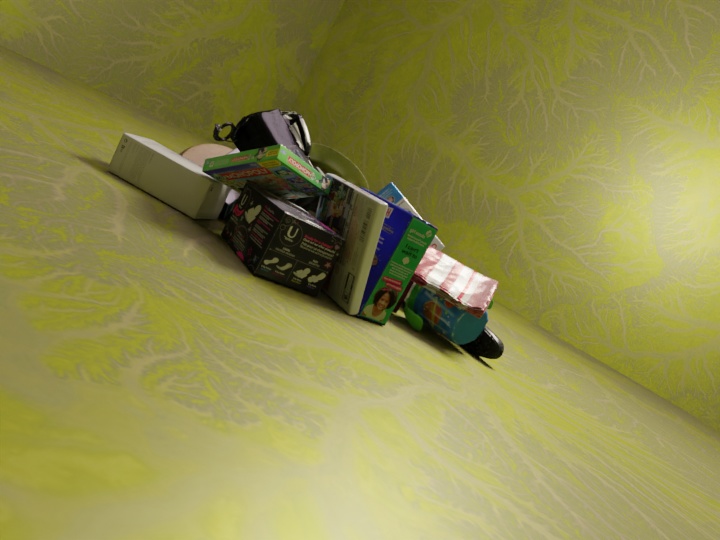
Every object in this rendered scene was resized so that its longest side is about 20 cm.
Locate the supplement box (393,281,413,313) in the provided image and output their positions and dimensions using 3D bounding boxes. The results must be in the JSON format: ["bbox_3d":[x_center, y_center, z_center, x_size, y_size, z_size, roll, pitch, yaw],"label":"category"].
[{"bbox_3d":[0.000,0.000,1.195,0.200,0.086,0.110,35,10,40],"label":"supplement box"}]

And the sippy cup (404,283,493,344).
[{"bbox_3d":[0.189,0.081,1.174,0.130,0.178,0.140,44,-7,45],"label":"sippy cup"}]

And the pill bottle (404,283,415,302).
[{"bbox_3d":[0.155,0.049,1.357,0.104,0.104,0.200,29,8,4],"label":"pill bottle"}]

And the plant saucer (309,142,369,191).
[{"bbox_3d":[-0.075,-0.205,1.294,0.200,0.031,0.200,24,-28,14],"label":"plant saucer"}]

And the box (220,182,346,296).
[{"bbox_3d":[-0.138,-0.059,0.988,0.132,0.115,0.200,23,10,-35],"label":"box"}]

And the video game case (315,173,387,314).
[{"bbox_3d":[-0.033,-0.051,0.999,0.023,0.200,0.182,1,23,-35],"label":"video game case"}]

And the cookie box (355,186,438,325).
[{"bbox_3d":[0.023,-0.030,1.041,0.075,0.200,0.171,22,10,-41],"label":"cookie box"}]

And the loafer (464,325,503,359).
[{"bbox_3d":[0.248,0.136,1.245,0.070,0.068,0.201,13,12,-33],"label":"loafer"}]

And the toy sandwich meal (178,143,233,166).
[{"bbox_3d":[-0.327,-0.205,1.292,0.205,0.070,0.205,11,54,-15],"label":"toy sandwich meal"}]

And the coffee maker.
[{"bbox_3d":[-0.177,-0.214,1.171,0.200,0.192,0.135,61,-24,11],"label":"coffee maker"}]

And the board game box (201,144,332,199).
[{"bbox_3d":[-0.169,-0.169,1.017,0.200,0.029,0.135,1,-19,39],"label":"board game box"}]

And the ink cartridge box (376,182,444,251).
[{"bbox_3d":[0.078,-0.084,1.338,0.200,0.145,0.084,50,-4,-3],"label":"ink cartridge box"}]

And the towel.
[{"bbox_3d":[0.175,0.009,1.142,0.200,0.023,0.144,29,33,10],"label":"towel"}]

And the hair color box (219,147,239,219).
[{"bbox_3d":[-0.260,-0.206,1.234,0.100,0.061,0.200,43,52,3],"label":"hair color box"}]

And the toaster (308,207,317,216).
[{"bbox_3d":[-0.153,-0.126,1.357,0.200,0.119,0.181,22,11,-37],"label":"toaster"}]

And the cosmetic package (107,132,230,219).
[{"bbox_3d":[-0.364,-0.181,1.098,0.200,0.085,0.108,30,9,7],"label":"cosmetic package"}]
